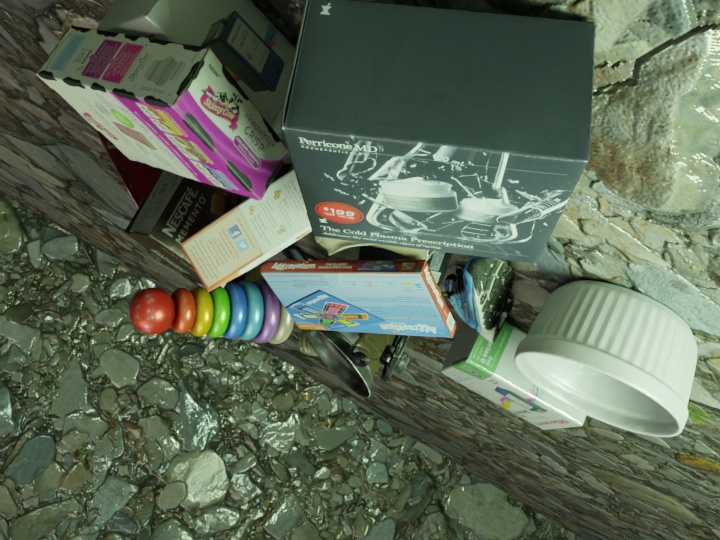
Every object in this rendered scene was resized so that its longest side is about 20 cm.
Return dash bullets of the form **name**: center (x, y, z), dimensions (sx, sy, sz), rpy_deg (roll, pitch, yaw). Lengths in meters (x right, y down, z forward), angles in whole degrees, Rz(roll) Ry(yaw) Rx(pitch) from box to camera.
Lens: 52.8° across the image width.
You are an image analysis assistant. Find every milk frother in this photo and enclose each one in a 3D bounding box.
- **milk frother**: center (0.000, 0.000, 0.863), dimensions (0.185, 0.203, 0.181), rpy_deg (22, 167, 21)

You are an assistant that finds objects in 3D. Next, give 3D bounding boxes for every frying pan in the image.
- **frying pan**: center (-0.024, 0.090, 0.848), dimensions (0.115, 0.031, 0.191), rpy_deg (42, 160, 17)

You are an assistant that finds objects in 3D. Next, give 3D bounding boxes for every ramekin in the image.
- **ramekin**: center (0.287, 0.097, 0.837), dimensions (0.197, 0.106, 0.201), rpy_deg (26, 164, 8)

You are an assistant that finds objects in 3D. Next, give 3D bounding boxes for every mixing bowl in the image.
- **mixing bowl**: center (-0.268, -0.149, 0.963), dimensions (0.202, 0.107, 0.201), rpy_deg (59, 169, 18)

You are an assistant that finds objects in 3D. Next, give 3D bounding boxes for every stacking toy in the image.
- **stacking toy**: center (-0.182, 0.049, 0.887), dimensions (0.197, 0.087, 0.085), rpy_deg (2, -179, -35)

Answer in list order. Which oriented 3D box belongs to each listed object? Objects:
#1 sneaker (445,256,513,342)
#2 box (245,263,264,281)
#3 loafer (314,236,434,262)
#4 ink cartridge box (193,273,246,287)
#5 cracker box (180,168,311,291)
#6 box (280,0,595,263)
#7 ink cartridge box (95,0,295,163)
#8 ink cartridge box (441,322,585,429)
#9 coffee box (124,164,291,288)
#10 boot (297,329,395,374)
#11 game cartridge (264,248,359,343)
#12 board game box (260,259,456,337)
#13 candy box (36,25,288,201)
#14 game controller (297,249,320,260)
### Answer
- **sneaker**: center (0.144, 0.034, 0.944), dimensions (0.089, 0.079, 0.201), rpy_deg (26, 164, 20)
- **box**: center (-0.129, -0.009, 1.050), dimensions (0.048, 0.203, 0.118), rpy_deg (23, 164, 13)
- **loafer**: center (0.048, -0.040, 0.724), dimensions (0.196, 0.070, 0.076), rpy_deg (-12, -172, 19)
- **ink cartridge box**: center (-0.173, -0.071, 0.964), dimensions (0.039, 0.204, 0.099), rpy_deg (-1, 153, 29)
- **cracker box**: center (-0.070, -0.061, 0.731), dimensions (0.058, 0.198, 0.134), rpy_deg (57, -172, -3)
- **box**: center (0.055, -0.095, 0.544), dimensions (0.195, 0.106, 0.183), rpy_deg (7, 160, 6)
- **ink cartridge box**: center (-0.139, -0.196, 0.702), dimensions (0.144, 0.088, 0.200), rpy_deg (10, 154, 50)
- **ink cartridge box**: center (0.241, 0.158, 1.111), dimensions (0.197, 0.089, 0.145), rpy_deg (28, 164, -3)
- **coffee box**: center (-0.168, -0.097, 0.845), dimensions (0.079, 0.203, 0.114), rpy_deg (8, 155, 50)
- **boot**: center (0.008, 0.056, 1.038), dimensions (0.154, 0.200, 0.072), rpy_deg (12, 145, 54)
- **game cartridge**: center (-0.080, 0.005, 0.928), dimensions (0.201, 0.038, 0.130), rpy_deg (50, -171, -37)
- **board game box**: center (-0.004, 0.029, 0.773), dimensions (0.197, 0.020, 0.104), rpy_deg (1, 138, 31)
- **candy box**: center (-0.178, -0.144, 0.656), dimensions (0.197, 0.062, 0.137), rpy_deg (19, 162, 33)
- **game controller**: center (-0.041, -0.025, 1.022), dimensions (0.105, 0.042, 0.200), rpy_deg (55, -171, 6)
